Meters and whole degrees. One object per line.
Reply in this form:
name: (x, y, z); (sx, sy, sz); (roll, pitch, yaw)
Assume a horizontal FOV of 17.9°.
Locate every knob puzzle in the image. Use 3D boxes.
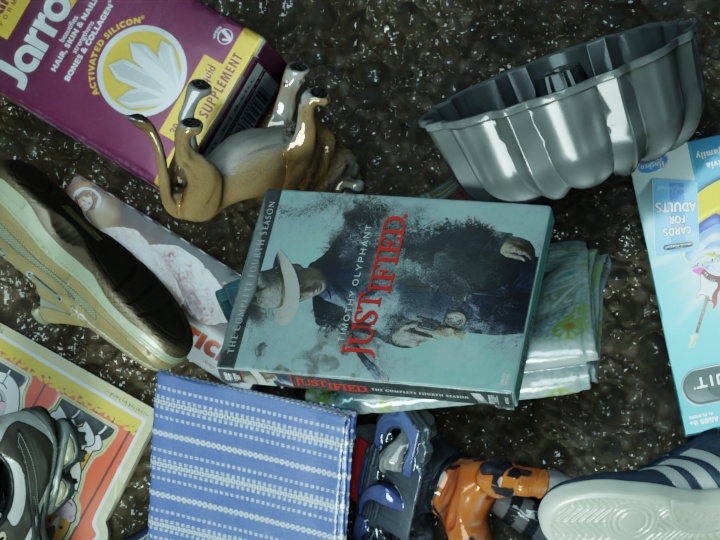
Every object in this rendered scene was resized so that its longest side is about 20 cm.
knob puzzle: (-0.268, 0.149, 1.662); (0.218, 0.030, 0.221); (-2, 81, 10)

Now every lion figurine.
lion figurine: (-0.080, -0.071, 1.580); (0.072, 0.199, 0.123); (47, 135, 42)

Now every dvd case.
dvd case: (0.017, 0.015, 1.493); (0.199, 0.022, 0.147); (4, 58, 18)

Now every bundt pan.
bundt pan: (0.144, -0.101, 1.548); (0.201, 0.202, 0.076); (-18, 101, 7)

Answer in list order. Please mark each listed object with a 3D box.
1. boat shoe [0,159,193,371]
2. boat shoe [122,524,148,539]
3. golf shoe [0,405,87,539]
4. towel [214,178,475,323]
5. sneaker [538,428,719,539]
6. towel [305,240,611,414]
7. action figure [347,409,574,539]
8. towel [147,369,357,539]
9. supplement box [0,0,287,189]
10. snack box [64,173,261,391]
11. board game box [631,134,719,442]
boat shoe: (-0.203, 0.011, 1.635); (0.200, 0.072, 0.076); (45, 109, 20)
boat shoe: (-0.172, 0.258, 1.613); (0.200, 0.075, 0.093); (-38, 66, -2)
golf shoe: (-0.253, 0.194, 1.592); (0.077, 0.094, 0.201); (6, 92, 37)
towel: (0.000, 0.000, 1.573); (0.199, 0.147, 0.022); (-27, 114, -3)
sneaker: (0.208, 0.145, 1.512); (0.199, 0.075, 0.085); (2, 39, -15)
towel: (0.069, 0.035, 1.549); (0.199, 0.171, 0.048); (-7, 113, 10)
action figure: (0.055, 0.176, 1.584); (0.193, 0.104, 0.201); (29, 117, 19)
towel: (-0.074, 0.172, 1.516); (0.144, 0.024, 0.201); (10, 108, 19)
supplement box: (-0.169, -0.148, 1.652); (0.199, 0.103, 0.131); (29, 88, 14)
snack box: (-0.142, 0.010, 1.662); (0.199, 0.024, 0.072); (32, 90, 14)
board game box: (0.277, 0.004, 1.573); (0.150, 0.047, 0.201); (-12, 79, 9)
